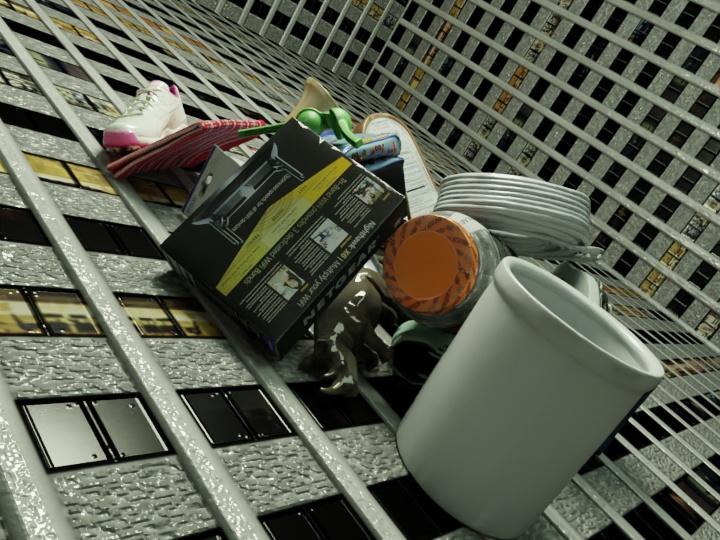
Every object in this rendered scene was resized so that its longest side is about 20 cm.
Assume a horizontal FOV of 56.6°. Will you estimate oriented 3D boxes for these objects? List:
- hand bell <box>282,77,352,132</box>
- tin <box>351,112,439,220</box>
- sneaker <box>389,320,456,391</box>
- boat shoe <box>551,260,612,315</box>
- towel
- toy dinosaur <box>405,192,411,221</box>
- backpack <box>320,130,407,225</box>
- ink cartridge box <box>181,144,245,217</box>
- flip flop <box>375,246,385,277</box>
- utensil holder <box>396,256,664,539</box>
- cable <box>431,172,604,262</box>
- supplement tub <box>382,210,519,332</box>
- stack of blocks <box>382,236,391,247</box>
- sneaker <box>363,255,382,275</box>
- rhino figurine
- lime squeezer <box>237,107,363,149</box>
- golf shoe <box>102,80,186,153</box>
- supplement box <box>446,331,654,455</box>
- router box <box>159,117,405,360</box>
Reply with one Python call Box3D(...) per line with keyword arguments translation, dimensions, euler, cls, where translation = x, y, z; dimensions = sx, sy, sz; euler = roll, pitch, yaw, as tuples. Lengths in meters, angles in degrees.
Box3D(translation=(-0.119, -0.168, 0.940), dimensions=(0.104, 0.199, 0.104), euler=(50, -7, 8), cls="hand bell")
Box3D(translation=(0.055, -0.142, 1.007), dimensions=(0.111, 0.042, 0.202), euler=(-22, 86, -35), cls="tin")
Box3D(translation=(0.121, 0.121, 0.750), dimensions=(0.198, 0.075, 0.118), euler=(19, 10, 11), cls="sneaker")
Box3D(translation=(0.275, 0.038, 0.819), dimensions=(0.063, 0.071, 0.200), euler=(31, 18, 1), cls="boat shoe")
Box3D(translation=(-0.214, -0.159, 0.863), dimensions=(0.023, 0.143, 0.200), euler=(67, 17, -7), cls="towel")
Box3D(translation=(0.098, -0.009, 0.901), dimensions=(0.200, 0.058, 0.102), euler=(45, 13, -48), cls="toy dinosaur")
Box3D(translation=(-0.059, -0.105, 0.863), dimensions=(0.198, 0.137, 0.182), euler=(11, 24, 37), cls="backpack")
Box3D(translation=(-0.121, -0.051, 0.773), dimensions=(0.200, 0.100, 0.039), euler=(43, 21, 25), cls="ink cartridge box")
Box3D(translation=(0.046, 0.004, 0.994), dimensions=(0.081, 0.058, 0.199), euler=(23, 4, -39), cls="flip flop")
Box3D(translation=(0.147, 0.118, 0.624), dimensions=(0.169, 0.201, 0.170), euler=(29, 18, -10), cls="utensil holder")
Box3D(translation=(0.189, -0.068, 0.845), dimensions=(0.199, 0.070, 0.198), euler=(19, -9, -42), cls="cable")
Box3D(translation=(0.106, 0.006, 0.737), dimensions=(0.122, 0.123, 0.199), euler=(41, 10, 24), cls="supplement tub")
Box3D(translation=(-0.001, -0.100, 1.106), dimensions=(0.114, 0.059, 0.199), euler=(15, 14, -43), cls="stack of blocks")
Box3D(translation=(0.000, 0.000, 0.882), dimensions=(0.070, 0.074, 0.200), euler=(14, 24, -27), cls="sneaker")
Box3D(translation=(-0.008, 0.066, 0.704), dimensions=(0.087, 0.060, 0.200), euler=(42, 34, -6), cls="rhino figurine")
Box3D(translation=(-0.055, -0.162, 0.779), dimensions=(0.198, 0.071, 0.038), euler=(14, -36, 39), cls="lime squeezer")
Box3D(translation=(-0.285, -0.202, 0.881), dimensions=(0.074, 0.093, 0.200), euler=(-1, 15, 5), cls="golf shoe")
Box3D(translation=(0.251, 0.113, 0.914), dimensions=(0.198, 0.135, 0.201), euler=(24, 21, -24), cls="supplement box")
Box3D(translation=(-0.074, -0.038, 0.676), dimensions=(0.157, 0.200, 0.052), euler=(37, -20, 16), cls="router box")
